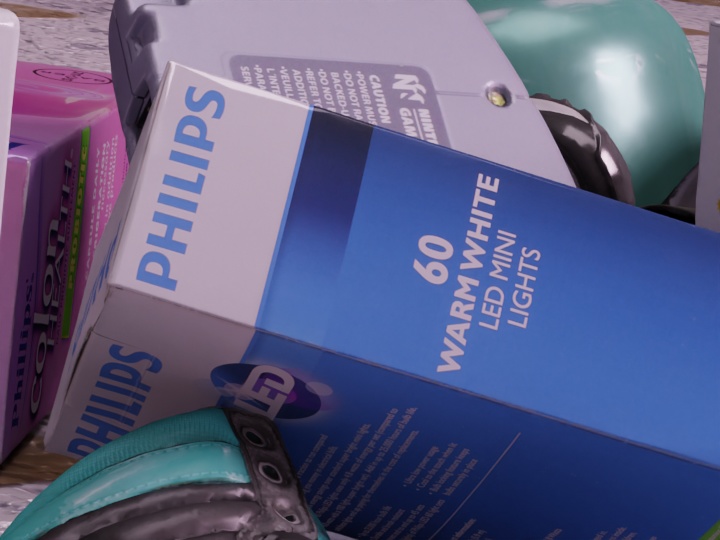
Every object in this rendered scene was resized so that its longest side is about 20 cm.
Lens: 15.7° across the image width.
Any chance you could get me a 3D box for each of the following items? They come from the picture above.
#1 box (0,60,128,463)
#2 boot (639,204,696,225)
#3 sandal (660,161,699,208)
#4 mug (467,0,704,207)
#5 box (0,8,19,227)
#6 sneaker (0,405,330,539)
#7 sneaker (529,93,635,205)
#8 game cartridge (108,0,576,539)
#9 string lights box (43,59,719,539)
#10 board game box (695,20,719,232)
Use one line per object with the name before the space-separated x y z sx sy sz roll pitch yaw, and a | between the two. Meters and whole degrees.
box | -0.175 -0.018 0.859 0.175 0.097 0.200 8 12 5
boot | 0.167 0.017 0.762 0.138 0.078 0.200 21 -19 -33
sandal | 0.114 0.001 0.883 0.048 0.075 0.200 41 55 6
mug | 0.051 -0.049 0.985 0.152 0.115 0.185 -11 0 26
box | -0.193 -0.006 0.655 0.200 0.153 0.106 16 15 41
sneaker | 0.003 0.083 0.538 0.199 0.084 0.121 4 22 -10
sneaker | 0.000 0.000 0.863 0.200 0.074 0.079 -18 12 29
game cartridge | 0.007 0.002 0.753 0.133 0.041 0.200 0 55 -21
string lights box | 0.036 0.028 0.595 0.199 0.059 0.103 17 -26 -8
board game box | 0.212 -0.030 0.699 0.199 0.065 0.148 -2 13 -22
